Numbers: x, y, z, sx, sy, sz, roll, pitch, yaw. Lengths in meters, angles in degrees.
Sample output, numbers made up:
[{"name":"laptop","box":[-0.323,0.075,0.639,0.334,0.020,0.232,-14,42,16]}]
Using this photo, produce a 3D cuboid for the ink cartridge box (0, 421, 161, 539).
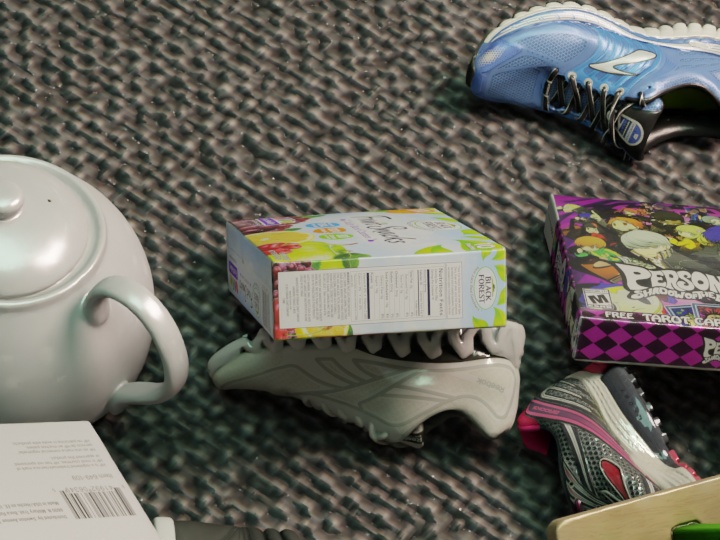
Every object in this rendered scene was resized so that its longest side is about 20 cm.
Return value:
[{"name":"ink cartridge box","box":[-0.185,0.203,1.335,0.146,0.146,0.200,2,43,-47]}]

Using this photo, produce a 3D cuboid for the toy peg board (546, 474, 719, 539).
[{"name":"toy peg board","box":[0.231,0.212,1.387,0.199,0.098,0.200,-13,87,-17]}]

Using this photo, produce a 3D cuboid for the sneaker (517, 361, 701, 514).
[{"name":"sneaker","box":[0.167,0.146,1.511,0.074,0.081,0.200,-27,51,-7]}]

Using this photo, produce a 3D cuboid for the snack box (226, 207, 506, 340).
[{"name":"snack box","box":[0.000,0.000,1.539,0.141,0.053,0.200,-2,9,-11]}]

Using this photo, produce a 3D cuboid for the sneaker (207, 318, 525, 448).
[{"name":"sneaker","box":[0.003,0.070,1.550,0.199,0.075,0.082,-1,88,6]}]

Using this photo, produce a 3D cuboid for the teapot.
[{"name":"teapot","box":[-0.212,0.003,1.524,0.199,0.146,0.198,-2,52,-10]}]

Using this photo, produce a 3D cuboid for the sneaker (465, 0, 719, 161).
[{"name":"sneaker","box":[0.172,-0.127,1.724,0.199,0.079,0.090,3,49,-6]}]

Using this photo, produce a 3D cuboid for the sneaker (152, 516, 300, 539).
[{"name":"sneaker","box":[-0.061,0.222,1.416,0.098,0.071,0.201,-4,50,-9]}]

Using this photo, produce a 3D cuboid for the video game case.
[{"name":"video game case","box":[0.225,0.009,1.605,0.199,0.036,0.182,5,26,-4]}]
